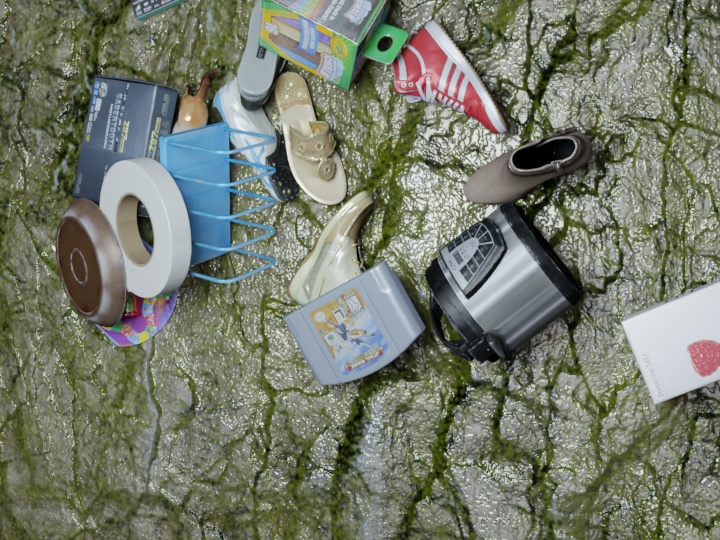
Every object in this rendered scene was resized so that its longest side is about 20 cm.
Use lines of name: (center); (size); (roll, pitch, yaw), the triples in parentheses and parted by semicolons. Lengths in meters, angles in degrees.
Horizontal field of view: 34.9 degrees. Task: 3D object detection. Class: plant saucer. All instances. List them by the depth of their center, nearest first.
plant saucer: (-0.419, -0.008, 1.749); (0.199, 0.032, 0.203); (21, 117, 47)

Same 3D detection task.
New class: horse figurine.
horse figurine: (-0.261, -0.210, 1.730); (0.049, 0.133, 0.202); (15, 102, -17)

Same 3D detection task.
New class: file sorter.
file sorter: (-0.200, -0.099, 1.667); (0.121, 0.138, 0.203); (13, 112, 31)

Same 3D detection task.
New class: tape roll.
tape roll: (-0.313, -0.061, 1.655); (0.202, 0.037, 0.206); (20, 117, 45)

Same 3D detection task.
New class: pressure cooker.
pressure cooker: (0.184, 0.029, 1.582); (0.199, 0.176, 0.179); (-38, 83, 13)

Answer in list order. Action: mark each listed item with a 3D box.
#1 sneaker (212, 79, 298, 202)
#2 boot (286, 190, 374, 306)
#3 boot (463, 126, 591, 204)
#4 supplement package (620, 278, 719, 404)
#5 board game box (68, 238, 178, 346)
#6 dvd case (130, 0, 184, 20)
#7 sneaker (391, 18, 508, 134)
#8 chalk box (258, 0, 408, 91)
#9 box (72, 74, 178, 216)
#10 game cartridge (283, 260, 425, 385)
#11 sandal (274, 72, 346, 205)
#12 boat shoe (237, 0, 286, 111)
sneaker: (-0.158, -0.192, 1.743); (0.072, 0.072, 0.202); (-31, 87, 44)
boot: (0.000, 0.000, 1.686); (0.154, 0.072, 0.201); (38, 106, 14)
boot: (0.225, -0.145, 1.586); (0.198, 0.146, 0.071); (-23, 85, 15)
supplement package: (0.464, 0.084, 1.530); (0.198, 0.120, 0.123); (-24, 84, 14)
board game box: (-0.388, 0.022, 1.811); (0.200, 0.039, 0.159); (41, 100, 13)
dvd case: (-0.320, -0.516, 1.807); (0.144, 0.022, 0.202); (-20, 85, 14)
sneaker: (0.122, -0.254, 1.655); (0.112, 0.071, 0.201); (-36, 73, 8)
chalk box: (-0.032, -0.357, 1.646); (0.198, 0.124, 0.125); (29, 66, 3)
box: (-0.367, -0.195, 1.775); (0.156, 0.051, 0.203); (15, 95, 38)
game cartridge: (-0.008, 0.085, 1.648); (0.199, 0.041, 0.134); (-29, 88, 32)
sandal: (-0.078, -0.201, 1.701); (0.077, 0.070, 0.214); (-19, 82, -9)
boat shoe: (-0.143, -0.334, 1.722); (0.070, 0.064, 0.202); (19, 66, -1)
